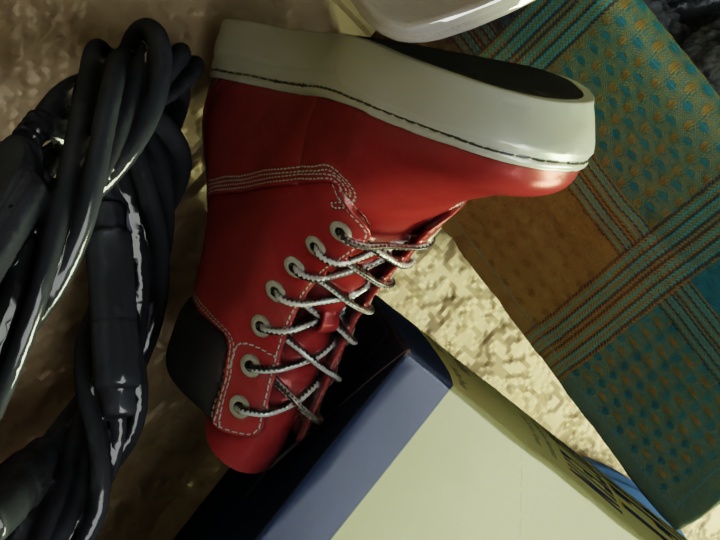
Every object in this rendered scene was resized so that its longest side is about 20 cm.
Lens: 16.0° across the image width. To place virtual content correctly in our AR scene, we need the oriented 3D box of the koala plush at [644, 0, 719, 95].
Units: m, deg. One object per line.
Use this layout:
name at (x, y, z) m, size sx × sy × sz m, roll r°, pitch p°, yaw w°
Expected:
koala plush at (0.154, -0.016, 0.892) m, size 0.183 × 0.200 × 0.178 m, roll -13°, pitch 118°, yaw -23°

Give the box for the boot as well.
boot at (0.000, 0.000, 0.799) m, size 0.072 × 0.200 × 0.145 m, roll 11°, pitch 91°, yaw -27°

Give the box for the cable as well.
cable at (-0.090, 0.015, 0.812) m, size 0.164 × 0.051 × 0.201 m, roll 82°, pitch 27°, yaw -51°

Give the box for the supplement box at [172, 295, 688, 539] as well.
supplement box at (0.025, 0.152, 0.891) m, size 0.200 × 0.134 × 0.200 m, roll 38°, pitch 93°, yaw -9°

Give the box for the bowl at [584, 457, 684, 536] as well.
bowl at (0.058, 0.172, 1.023) m, size 0.200 × 0.039 × 0.202 m, roll -12°, pitch 117°, yaw -24°

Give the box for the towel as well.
towel at (0.084, -0.018, 0.844) m, size 0.022 × 0.147 × 0.200 m, roll -37°, pitch 89°, yaw -35°

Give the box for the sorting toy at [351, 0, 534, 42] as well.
sorting toy at (0.039, -0.160, 0.747) m, size 0.180 × 0.107 × 0.200 m, roll -39°, pitch 85°, yaw -16°
